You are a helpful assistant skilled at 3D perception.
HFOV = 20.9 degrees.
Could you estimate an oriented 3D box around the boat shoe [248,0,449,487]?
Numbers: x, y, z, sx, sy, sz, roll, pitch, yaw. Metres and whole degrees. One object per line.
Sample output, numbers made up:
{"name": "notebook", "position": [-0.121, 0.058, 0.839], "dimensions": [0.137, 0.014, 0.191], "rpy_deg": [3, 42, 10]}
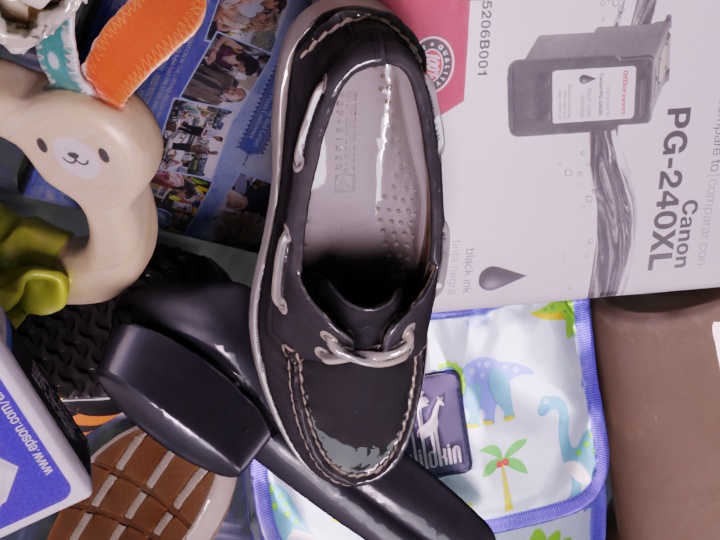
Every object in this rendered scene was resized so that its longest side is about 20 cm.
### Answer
{"name": "boat shoe", "position": [0.000, 0.000, 0.740], "dimensions": [0.073, 0.060, 0.202], "rpy_deg": [-1, 114, -14]}

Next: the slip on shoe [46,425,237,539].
{"name": "slip on shoe", "position": [-0.118, 0.148, 0.989], "dimensions": [0.060, 0.076, 0.201], "rpy_deg": [-1, 132, -54]}

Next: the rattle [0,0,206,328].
{"name": "rattle", "position": [-0.143, -0.023, 0.755], "dimensions": [0.131, 0.143, 0.200], "rpy_deg": [53, 142, -5]}

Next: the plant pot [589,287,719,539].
{"name": "plant pot", "position": [0.191, 0.064, 0.929], "dimensions": [0.199, 0.201, 0.176], "rpy_deg": [-22, 113, 5]}

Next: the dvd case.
{"name": "dvd case", "position": [-0.035, -0.069, 0.857], "dimensions": [0.198, 0.018, 0.143], "rpy_deg": [14, 123, -23]}

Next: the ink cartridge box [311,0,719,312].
{"name": "ink cartridge box", "position": [0.082, -0.068, 0.817], "dimensions": [0.198, 0.084, 0.147], "rpy_deg": [-5, 117, -14]}

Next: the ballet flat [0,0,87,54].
{"name": "ballet flat", "position": [-0.072, -0.150, 0.648], "dimensions": [0.071, 0.072, 0.200], "rpy_deg": [25, 119, -30]}

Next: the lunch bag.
{"name": "lunch bag", "position": [0.027, 0.087, 0.929], "dimensions": [0.168, 0.128, 0.201], "rpy_deg": [-10, 129, -8]}

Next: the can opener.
{"name": "can opener", "position": [-0.026, 0.073, 0.831], "dimensions": [0.199, 0.079, 0.063], "rpy_deg": [37, 155, -21]}

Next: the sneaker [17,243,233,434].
{"name": "sneaker", "position": [-0.149, 0.052, 0.909], "dimensions": [0.199, 0.070, 0.090], "rpy_deg": [-28, 168, -8]}

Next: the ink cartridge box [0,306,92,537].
{"name": "ink cartridge box", "position": [-0.232, 0.046, 0.732], "dimensions": [0.198, 0.047, 0.199], "rpy_deg": [-24, 124, 4]}
